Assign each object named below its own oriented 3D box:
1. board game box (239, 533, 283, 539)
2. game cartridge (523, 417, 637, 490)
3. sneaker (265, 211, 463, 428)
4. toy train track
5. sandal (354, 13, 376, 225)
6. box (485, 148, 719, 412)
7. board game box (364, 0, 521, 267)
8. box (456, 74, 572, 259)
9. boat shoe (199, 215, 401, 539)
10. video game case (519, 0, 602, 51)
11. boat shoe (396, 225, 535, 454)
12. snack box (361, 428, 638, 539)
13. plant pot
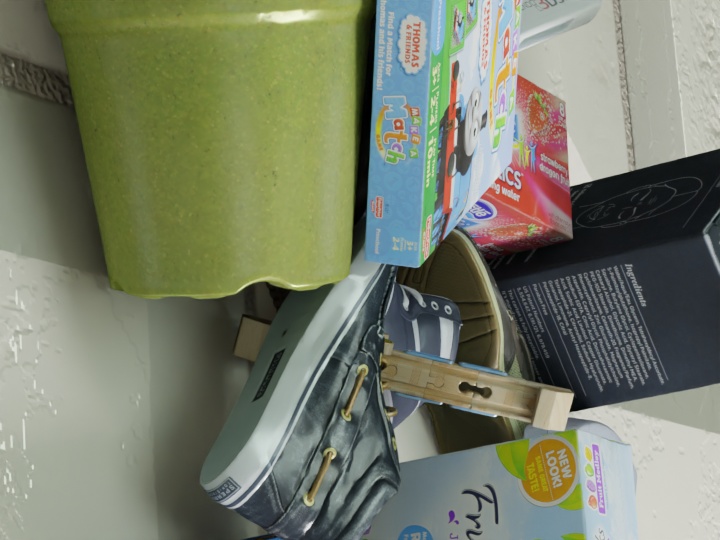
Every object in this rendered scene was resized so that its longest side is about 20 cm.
[{"bbox_3d":[-0.073,0.247,1.379,0.200,0.056,0.197,-7,85,-57],"label":"board game box"},{"bbox_3d":[0.141,0.166,1.692,0.200,0.040,0.134,36,55,-67],"label":"game cartridge"},{"bbox_3d":[0.000,0.000,1.564,0.108,0.070,0.201,-24,106,-52],"label":"sneaker"},{"bbox_3d":[0.027,0.061,1.499,0.033,0.199,0.115,-122,-134,-77],"label":"toy train track"},{"bbox_3d":[-0.010,-0.120,1.479,0.048,0.075,0.201,36,58,-57],"label":"sandal"},{"bbox_3d":[0.181,0.007,1.720,0.148,0.200,0.107,-47,117,-52],"label":"box"},{"bbox_3d":[0.049,-0.105,1.454,0.200,0.036,0.152,-49,144,-64],"label":"board game box"},{"bbox_3d":[0.044,-0.080,1.638,0.200,0.095,0.100,24,59,-51],"label":"box"},{"bbox_3d":[-0.010,0.067,1.440,0.091,0.071,0.201,39,58,-17],"label":"boat shoe"},{"bbox_3d":[0.044,-0.214,1.647,0.200,0.023,0.182,42,28,11],"label":"video game case"},{"bbox_3d":[0.074,0.061,1.664,0.066,0.072,0.201,-43,120,-60],"label":"boat shoe"},{"bbox_3d":[0.060,0.189,1.469,0.068,0.200,0.169,19,62,-53],"label":"snack box"},{"bbox_3d":[-0.075,-0.082,1.396,0.200,0.200,0.185,-13,101,-57],"label":"plant pot"}]
